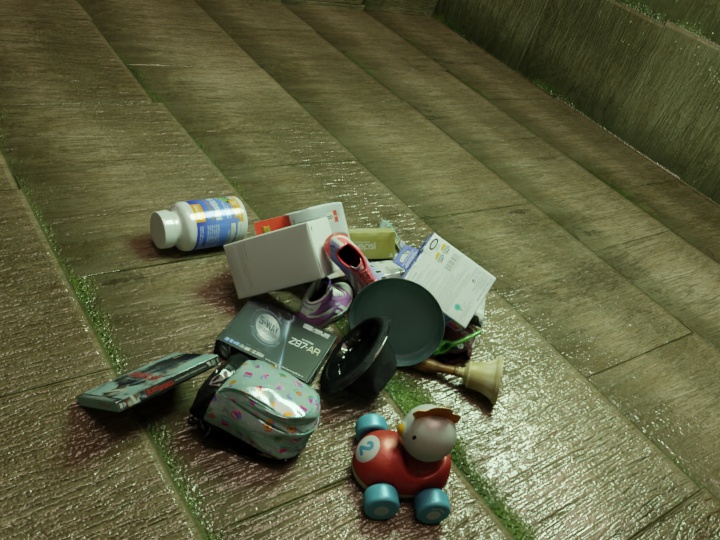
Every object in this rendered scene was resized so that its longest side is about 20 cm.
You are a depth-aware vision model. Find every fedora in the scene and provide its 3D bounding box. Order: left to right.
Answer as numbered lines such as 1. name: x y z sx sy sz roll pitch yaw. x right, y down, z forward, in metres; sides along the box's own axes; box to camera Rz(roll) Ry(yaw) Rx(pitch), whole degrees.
1. fedora: 0.013 0.183 1.348 0.092 0.200 0.201 46 31 -16

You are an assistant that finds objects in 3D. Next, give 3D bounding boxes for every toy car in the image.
1. toy car: 0.090 0.291 1.169 0.176 0.201 0.185 10 35 -14

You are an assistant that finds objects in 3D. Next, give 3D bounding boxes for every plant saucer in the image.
1. plant saucer: 0.076 0.104 1.424 0.199 0.201 0.027 22 24 3

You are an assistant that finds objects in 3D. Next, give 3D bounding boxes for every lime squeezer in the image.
1. lime squeezer: 0.162 0.154 1.478 0.199 0.038 0.071 2 29 6

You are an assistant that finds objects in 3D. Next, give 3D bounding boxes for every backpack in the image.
1. backpack: -0.170 0.237 1.181 0.199 0.127 0.167 29 32 8

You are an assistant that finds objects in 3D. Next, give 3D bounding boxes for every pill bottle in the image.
1. pill bottle: -0.368 -0.105 1.562 0.199 0.112 0.112 -12 46 -39

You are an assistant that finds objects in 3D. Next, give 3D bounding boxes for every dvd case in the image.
1. dvd case: -0.359 0.187 1.172 0.146 0.022 0.200 -5 15 45

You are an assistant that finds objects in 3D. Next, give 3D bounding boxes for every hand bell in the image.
1. hand bell: 0.194 0.213 1.452 0.199 0.105 0.104 10 33 8

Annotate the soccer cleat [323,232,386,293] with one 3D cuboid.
1. soccer cleat: 0.000 0.000 1.408 0.200 0.067 0.076 47 -5 -30

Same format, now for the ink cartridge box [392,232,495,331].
1. ink cartridge box: 0.167 0.017 1.461 0.200 0.076 0.137 36 74 -3

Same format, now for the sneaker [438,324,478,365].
1. sneaker: 0.164 0.142 1.524 0.199 0.076 0.116 21 39 2

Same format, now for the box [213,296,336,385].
1. box: -0.167 0.149 1.374 0.199 0.044 0.160 25 35 8

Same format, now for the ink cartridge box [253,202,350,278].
1. ink cartridge box: -0.121 -0.053 1.516 0.199 0.163 0.050 -14 8 -6

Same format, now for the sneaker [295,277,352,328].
1. sneaker: -0.064 0.052 1.497 0.072 0.115 0.200 28 34 14

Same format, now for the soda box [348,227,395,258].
1. soda box: -0.021 -0.062 1.583 0.199 0.064 0.068 -2 12 -5

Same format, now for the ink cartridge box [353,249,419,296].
1. ink cartridge box: 0.093 0.018 1.567 0.199 0.083 0.147 -10 17 -14

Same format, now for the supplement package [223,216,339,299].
1. supplement package: -0.162 -0.026 1.443 0.199 0.120 0.121 -14 5 20

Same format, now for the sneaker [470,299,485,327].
1. sneaker: 0.263 0.066 1.611 0.075 0.087 0.200 28 15 -6

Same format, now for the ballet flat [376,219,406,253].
1. ballet flat: 0.077 -0.063 1.768 0.072 0.072 0.200 -6 41 -32
